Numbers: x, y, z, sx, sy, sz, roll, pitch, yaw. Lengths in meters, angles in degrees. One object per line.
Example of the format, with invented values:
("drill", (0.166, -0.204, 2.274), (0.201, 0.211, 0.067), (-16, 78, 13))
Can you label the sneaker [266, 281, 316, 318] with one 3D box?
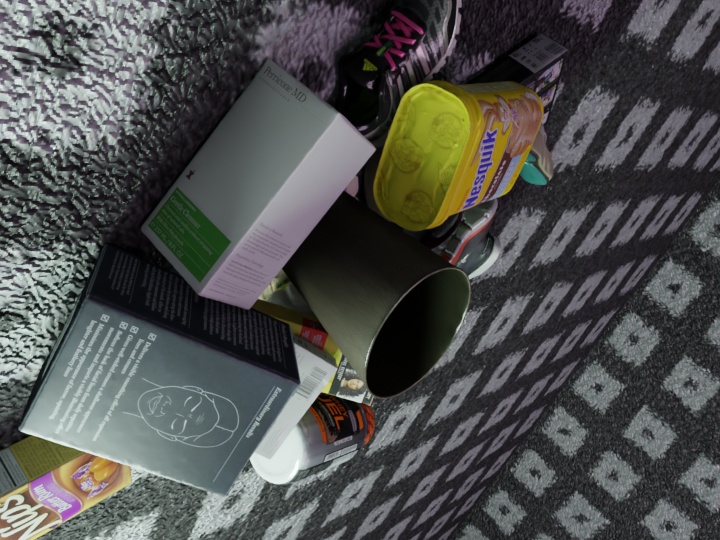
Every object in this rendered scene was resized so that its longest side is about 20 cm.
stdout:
("sneaker", (-0.097, 0.080, 0.891), (0.200, 0.076, 0.105), (-43, 170, 5))

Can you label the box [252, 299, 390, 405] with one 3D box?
("box", (-0.071, 0.089, 0.809), (0.050, 0.199, 0.076), (-111, -139, -74))

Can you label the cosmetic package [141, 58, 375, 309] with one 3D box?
("cosmetic package", (-0.095, -0.077, 0.655), (0.200, 0.108, 0.085), (-53, 152, 6))

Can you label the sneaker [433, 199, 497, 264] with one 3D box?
("sneaker", (0.117, -0.024, 0.966), (0.200, 0.077, 0.082), (-40, 148, -5))

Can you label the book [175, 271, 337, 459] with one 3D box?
("book", (-0.142, 0.104, 0.752), (0.200, 0.048, 0.134), (34, 100, -20))

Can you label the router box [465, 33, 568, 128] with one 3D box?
("router box", (0.184, -0.207, 0.950), (0.200, 0.051, 0.149), (-36, 153, -21))

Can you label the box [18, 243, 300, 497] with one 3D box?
("box", (-0.179, 0.095, 0.652), (0.199, 0.107, 0.149), (27, 108, -22))

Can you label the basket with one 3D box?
("basket", (0.000, 0.006, 0.756), (0.136, 0.200, 0.181), (-23, 142, -30))

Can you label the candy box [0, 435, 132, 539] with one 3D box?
("candy box", (-0.347, 0.232, 0.748), (0.199, 0.056, 0.117), (-25, 146, -35))

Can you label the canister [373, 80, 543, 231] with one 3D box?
("canister", (0.114, -0.134, 0.772), (0.200, 0.086, 0.149), (-23, 139, -51))

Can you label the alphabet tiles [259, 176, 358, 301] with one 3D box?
("alphabet tiles", (-0.073, -0.028, 0.851), (0.195, 0.015, 0.200), (-36, 151, -22))

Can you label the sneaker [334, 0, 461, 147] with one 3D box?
("sneaker", (0.029, -0.208, 0.697), (0.087, 0.074, 0.200), (-20, 147, -52))

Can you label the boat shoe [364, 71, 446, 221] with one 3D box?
("boat shoe", (0.053, -0.140, 0.826), (0.067, 0.072, 0.201), (-22, 141, -34))

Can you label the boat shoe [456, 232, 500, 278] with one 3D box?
("boat shoe", (0.146, 0.004, 1.167), (0.060, 0.076, 0.200), (26, 120, -23))

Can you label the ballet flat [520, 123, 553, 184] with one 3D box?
("ballet flat", (0.221, -0.170, 0.938), (0.070, 0.069, 0.200), (-52, 157, 8))

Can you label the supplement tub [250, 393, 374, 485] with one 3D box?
("supplement tub", (-0.072, 0.252, 1.103), (0.200, 0.122, 0.123), (-3, 129, -55))

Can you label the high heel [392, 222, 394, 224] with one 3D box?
("high heel", (0.000, 0.000, 0.903), (0.096, 0.067, 0.201), (4, 92, -35))

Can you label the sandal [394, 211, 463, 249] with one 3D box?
("sandal", (0.087, -0.053, 0.880), (0.200, 0.048, 0.076), (-46, 141, -25))
